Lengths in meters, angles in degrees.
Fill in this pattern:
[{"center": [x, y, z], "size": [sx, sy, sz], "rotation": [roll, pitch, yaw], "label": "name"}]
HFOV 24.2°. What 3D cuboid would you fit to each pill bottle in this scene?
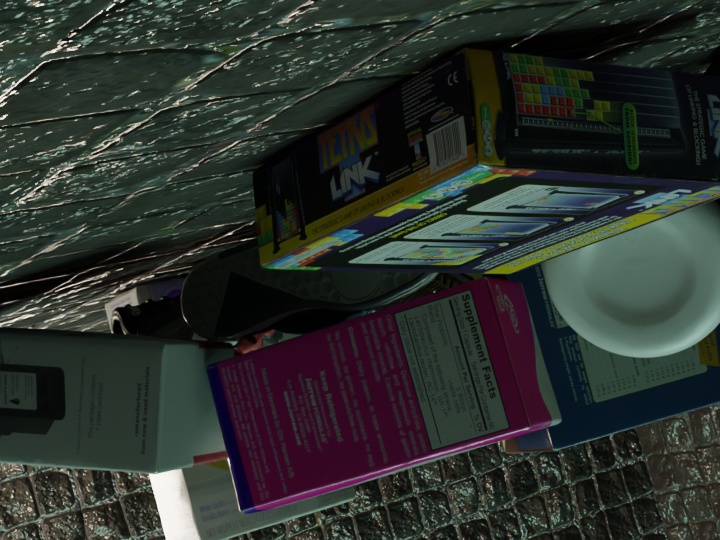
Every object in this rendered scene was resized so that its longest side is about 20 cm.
[{"center": [0.179, -0.033, 1.015], "size": [0.111, 0.113, 0.200], "rotation": [-17, -166, 22], "label": "pill bottle"}]

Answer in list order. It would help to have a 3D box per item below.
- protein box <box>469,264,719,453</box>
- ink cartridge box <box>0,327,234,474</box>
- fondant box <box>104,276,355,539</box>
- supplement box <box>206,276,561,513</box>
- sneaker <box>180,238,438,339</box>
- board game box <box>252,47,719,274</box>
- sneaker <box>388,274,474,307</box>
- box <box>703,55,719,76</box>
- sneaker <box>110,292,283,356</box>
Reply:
[{"center": [0.191, 0.015, 1.257], "size": [0.199, 0.200, 0.135], "rotation": [-14, 176, -12], "label": "protein box"}, {"center": [-0.199, 0.081, 1.096], "size": [0.199, 0.084, 0.145], "rotation": [2, 179, 14], "label": "ink cartridge box"}, {"center": [-0.100, 0.102, 1.301], "size": [0.144, 0.201, 0.058], "rotation": [-12, 173, -36], "label": "fondant box"}, {"center": [0.017, 0.081, 1.091], "size": [0.199, 0.104, 0.101], "rotation": [-17, 172, 16], "label": "supplement box"}, {"center": [-0.001, -0.002, 1.130], "size": [0.201, 0.077, 0.146], "rotation": [-14, 172, 34], "label": "sneaker"}, {"center": [0.065, -0.047, 0.822], "size": [0.165, 0.057, 0.200], "rotation": [0, 168, -32], "label": "board game box"}, {"center": [0.056, 0.012, 1.253], "size": [0.199, 0.072, 0.112], "rotation": [23, -156, 35], "label": "sneaker"}, {"center": [0.259, -0.065, 0.855], "size": [0.104, 0.149, 0.200], "rotation": [-15, 176, -2], "label": "box"}, {"center": [-0.123, 0.043, 1.214], "size": [0.200, 0.098, 0.071], "rotation": [-46, -165, -18], "label": "sneaker"}]
